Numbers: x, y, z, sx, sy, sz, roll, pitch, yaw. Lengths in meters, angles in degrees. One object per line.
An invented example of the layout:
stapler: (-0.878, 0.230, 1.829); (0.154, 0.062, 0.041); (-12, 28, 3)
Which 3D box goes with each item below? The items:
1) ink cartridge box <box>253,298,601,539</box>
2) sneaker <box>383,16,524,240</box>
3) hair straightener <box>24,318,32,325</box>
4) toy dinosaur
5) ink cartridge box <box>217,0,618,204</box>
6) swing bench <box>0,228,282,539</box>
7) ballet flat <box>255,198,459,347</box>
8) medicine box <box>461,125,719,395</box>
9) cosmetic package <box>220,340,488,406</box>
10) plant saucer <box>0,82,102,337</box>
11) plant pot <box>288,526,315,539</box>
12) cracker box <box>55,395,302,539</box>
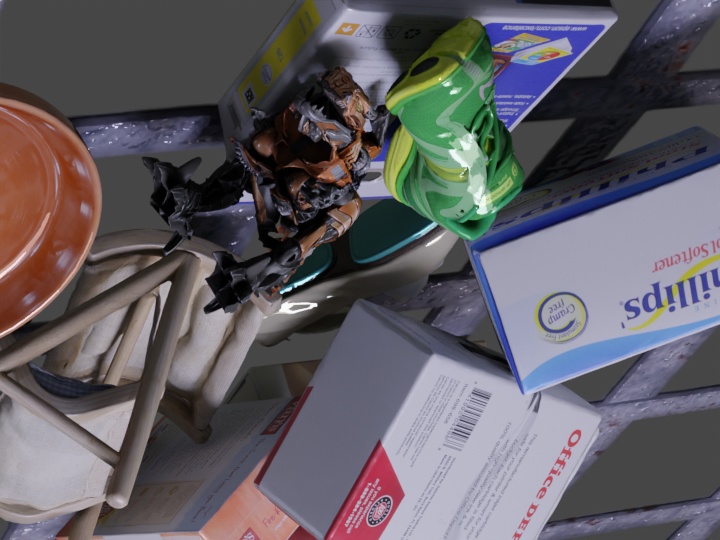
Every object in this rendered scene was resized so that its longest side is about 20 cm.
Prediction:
ink cartridge box: (0.048, 0.119, 1.868); (0.200, 0.084, 0.145); (22, 100, -48)
sneaker: (0.061, -0.078, 1.612); (0.074, 0.084, 0.200); (-45, 166, -15)
hair straightener: (-0.262, 0.009, 1.731); (0.077, 0.041, 0.200); (-24, 160, 9)
toy dinosaur: (-0.040, -0.037, 1.637); (0.135, 0.102, 0.200); (-28, 137, -22)
ink cartridge box: (0.021, -0.111, 1.683); (0.197, 0.047, 0.200); (-3, 153, -35)
swing bench: (-0.171, 0.088, 1.815); (0.200, 0.130, 0.199); (-53, 175, -36)
ballet flat: (0.000, 0.000, 1.857); (0.200, 0.070, 0.069); (-22, 156, 22)
medicine box: (0.166, -0.010, 1.826); (0.182, 0.103, 0.200); (-21, -173, 1)
cosmetic package: (-0.001, 0.113, 2.089); (0.199, 0.071, 0.105); (-5, 153, -29)
plant saucer: (-0.246, -0.029, 1.603); (0.200, 0.032, 0.201); (-15, 137, -14)
plant pot: (-0.037, 0.259, 1.987); (0.177, 0.201, 0.200); (-11, 167, 42)
cracker box: (-0.107, 0.155, 1.945); (0.134, 0.058, 0.200); (-48, -160, -29)
